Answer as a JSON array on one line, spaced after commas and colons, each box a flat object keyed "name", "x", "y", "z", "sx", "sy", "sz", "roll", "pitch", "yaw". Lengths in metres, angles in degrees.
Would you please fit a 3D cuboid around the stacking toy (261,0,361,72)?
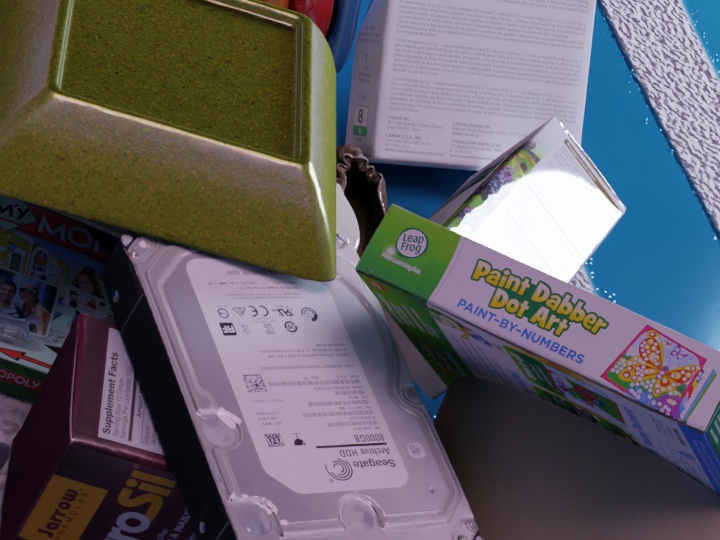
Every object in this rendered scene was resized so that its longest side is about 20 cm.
[{"name": "stacking toy", "x": -0.101, "y": -0.190, "z": 1.502, "sx": 0.199, "sy": 0.110, "sz": 0.116, "roll": -1, "pitch": 36, "yaw": -19}]

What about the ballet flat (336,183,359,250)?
[{"name": "ballet flat", "x": -0.036, "y": -0.034, "z": 1.377, "sx": 0.068, "sy": 0.067, "sz": 0.200, "roll": 14, "pitch": 30, "yaw": -34}]

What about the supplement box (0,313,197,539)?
[{"name": "supplement box", "x": -0.073, "y": 0.112, "z": 1.218, "sx": 0.199, "sy": 0.110, "sz": 0.086, "roll": 17, "pitch": 44, "yaw": -18}]

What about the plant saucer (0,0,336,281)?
[{"name": "plant saucer", "x": -0.099, "y": -0.097, "z": 1.243, "sx": 0.199, "sy": 0.048, "sz": 0.200, "roll": 15, "pitch": 38, "yaw": -13}]

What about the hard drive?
[{"name": "hard drive", "x": -0.035, "y": 0.067, "z": 1.173, "sx": 0.139, "sy": 0.038, "sz": 0.201, "roll": 0, "pitch": 52, "yaw": -33}]

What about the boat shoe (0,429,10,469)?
[{"name": "boat shoe", "x": -0.264, "y": 0.095, "z": 1.144, "sx": 0.199, "sy": 0.069, "sz": 0.057, "roll": -13, "pitch": 59, "yaw": -37}]

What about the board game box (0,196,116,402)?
[{"name": "board game box", "x": -0.132, "y": 0.029, "z": 1.319, "sx": 0.199, "sy": 0.029, "sz": 0.135, "roll": 20, "pitch": 44, "yaw": -15}]

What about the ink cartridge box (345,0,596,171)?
[{"name": "ink cartridge box", "x": 0.076, "y": -0.165, "z": 1.528, "sx": 0.160, "sy": 0.050, "sz": 0.201, "roll": 3, "pitch": 93, "yaw": -30}]

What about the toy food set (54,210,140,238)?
[{"name": "toy food set", "x": -0.116, "y": -0.094, "z": 1.307, "sx": 0.143, "sy": 0.061, "sz": 0.200, "roll": 22, "pitch": 45, "yaw": -4}]

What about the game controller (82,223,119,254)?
[{"name": "game controller", "x": -0.150, "y": -0.068, "z": 1.368, "sx": 0.104, "sy": 0.042, "sz": 0.200, "roll": 13, "pitch": 31, "yaw": -54}]

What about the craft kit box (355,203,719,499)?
[{"name": "craft kit box", "x": 0.113, "y": 0.056, "z": 1.199, "sx": 0.197, "sy": 0.200, "sz": 0.049, "roll": 22, "pitch": 77, "yaw": 24}]

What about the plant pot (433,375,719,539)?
[{"name": "plant pot", "x": 0.103, "y": 0.164, "z": 1.250, "sx": 0.200, "sy": 0.200, "sz": 0.135, "roll": 31, "pitch": 80, "yaw": -4}]

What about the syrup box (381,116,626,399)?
[{"name": "syrup box", "x": 0.081, "y": -0.011, "z": 1.422, "sx": 0.082, "sy": 0.079, "sz": 0.200, "roll": 52, "pitch": 33, "yaw": -6}]

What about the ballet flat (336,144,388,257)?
[{"name": "ballet flat", "x": 0.000, "y": 0.000, "z": 1.417, "sx": 0.067, "sy": 0.046, "sz": 0.201, "roll": 14, "pitch": 46, "yaw": -21}]
